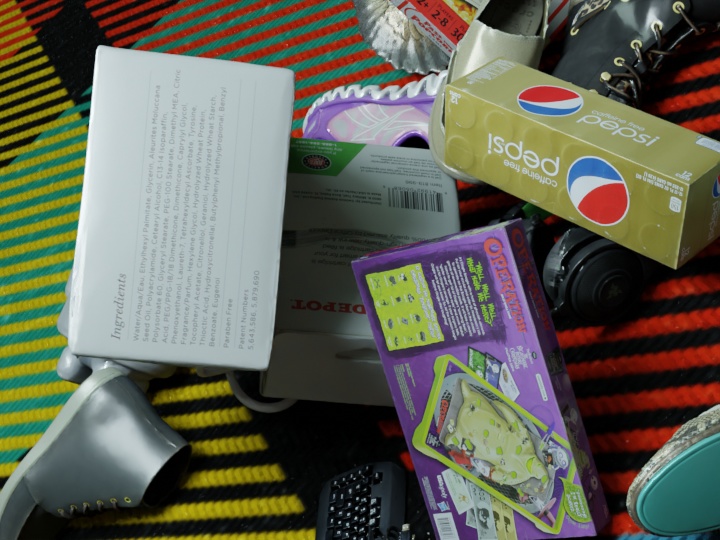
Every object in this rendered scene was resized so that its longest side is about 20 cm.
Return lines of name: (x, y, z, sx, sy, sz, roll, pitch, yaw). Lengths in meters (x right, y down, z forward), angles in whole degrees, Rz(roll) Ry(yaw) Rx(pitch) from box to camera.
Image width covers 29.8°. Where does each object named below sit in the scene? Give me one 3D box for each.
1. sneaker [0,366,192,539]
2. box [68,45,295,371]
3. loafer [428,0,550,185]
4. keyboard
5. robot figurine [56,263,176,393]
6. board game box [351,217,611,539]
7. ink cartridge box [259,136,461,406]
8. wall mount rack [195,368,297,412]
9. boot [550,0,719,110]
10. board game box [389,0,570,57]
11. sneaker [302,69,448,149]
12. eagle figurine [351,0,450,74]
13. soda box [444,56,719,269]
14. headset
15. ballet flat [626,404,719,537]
sneaker: (-0.228, 0.189, 1.125, 0.106, 0.075, 0.200, 40, 107, 22)
box: (-0.125, -0.034, 0.941, 0.199, 0.130, 0.200, 163, 112, -81)
loafer: (0.103, -0.159, 1.059, 0.076, 0.068, 0.200, 15, 62, 2)
keyboard: (-0.003, 0.210, 0.914, 0.104, 0.040, 0.200, -24, 43, 28)
robot figurine: (-0.194, 0.017, 1.199, 0.169, 0.113, 0.200, 23, 87, 28)
board game box: (0.075, 0.075, 0.858, 0.120, 0.200, 0.032, -11, 9, 40)
ink cartridge box: (0.000, 0.000, 1.013, 0.146, 0.083, 0.200, 6, 47, -7)
wall mount rack: (-0.066, 0.008, 1.108, 0.173, 0.075, 0.200, -13, 63, -18)
boot: (0.219, -0.166, 1.029, 0.200, 0.073, 0.151, -2, 53, 47)
board game box: (0.128, -0.272, 1.153, 0.200, 0.151, 0.046, -50, 8, -6)
sneaker: (0.024, -0.110, 1.166, 0.200, 0.080, 0.089, -7, 59, 39)
eagle figurine: (0.056, -0.300, 1.274, 0.151, 0.152, 0.200, -16, 37, 5)
soda box: (0.152, -0.078, 0.926, 0.200, 0.068, 0.064, 29, 45, 34)
headset: (0.132, -0.010, 0.940, 0.123, 0.094, 0.200, 11, 50, 41)
ballet flat: (0.244, 0.090, 0.782, 0.200, 0.068, 0.075, -29, 17, 12)
